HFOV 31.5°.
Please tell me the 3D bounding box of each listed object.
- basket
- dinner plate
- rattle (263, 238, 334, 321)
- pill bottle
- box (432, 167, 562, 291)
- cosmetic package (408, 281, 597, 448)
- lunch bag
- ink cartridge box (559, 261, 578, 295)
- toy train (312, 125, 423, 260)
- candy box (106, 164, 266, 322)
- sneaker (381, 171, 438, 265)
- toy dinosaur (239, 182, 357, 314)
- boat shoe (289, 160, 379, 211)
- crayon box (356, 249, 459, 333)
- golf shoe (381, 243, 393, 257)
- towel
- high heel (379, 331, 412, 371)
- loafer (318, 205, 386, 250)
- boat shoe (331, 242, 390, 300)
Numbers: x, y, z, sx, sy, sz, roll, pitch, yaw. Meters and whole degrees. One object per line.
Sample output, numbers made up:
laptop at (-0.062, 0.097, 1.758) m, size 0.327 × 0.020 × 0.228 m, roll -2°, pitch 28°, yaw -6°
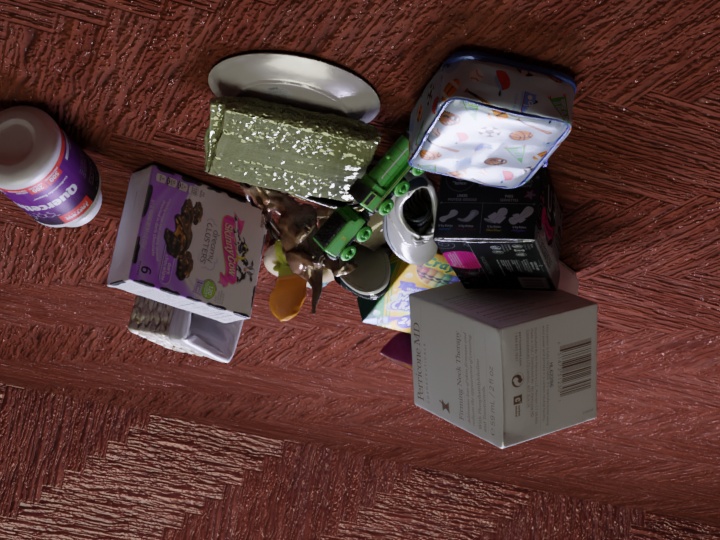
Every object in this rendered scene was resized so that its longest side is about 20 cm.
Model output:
basket at (-0.256, 0.027, 1.950) m, size 0.123 × 0.200 × 0.136 m, roll 3°, pitch 162°, yaw 32°
dinner plate at (-0.077, -0.194, 1.462) m, size 0.200 × 0.024 × 0.200 m, roll 7°, pitch 161°, yaw 3°
rattle at (-0.089, 0.038, 2.013) m, size 0.130 × 0.143 × 0.200 m, roll -8°, pitch 158°, yaw -10°
pill bottle at (-0.412, -0.127, 1.674) m, size 0.112 × 0.113 × 0.200 m, roll 4°, pitch 162°, yaw 14°
box at (0.180, -0.058, 1.616) m, size 0.132 × 0.115 × 0.200 m, roll 1°, pitch 162°, yaw 17°
cosmetic package at (0.189, 0.113, 1.696) m, size 0.166 × 0.168 × 0.200 m, roll -13°, pitch -162°, yaw -30°
lunch bag at (0.142, -0.158, 1.385) m, size 0.160 × 0.076 × 0.200 m, roll 9°, pitch 160°, yaw -10°
ink cartridge box at (0.216, 0.065, 1.928) m, size 0.200 × 0.147 × 0.086 m, roll -5°, pitch 157°, yaw 34°
toy train at (0.020, -0.095, 1.495) m, size 0.042 × 0.200 × 0.056 m, roll 45°, pitch -171°, yaw 37°
candy box at (-0.237, -0.034, 1.792) m, size 0.200 × 0.168 × 0.071 m, roll 20°, pitch 161°, yaw -34°
sneaker at (0.065, -0.061, 1.597) m, size 0.073 × 0.071 × 0.200 m, roll -26°, pitch 143°, yaw -4°
toy dinosaur at (-0.084, -0.041, 1.738) m, size 0.086 × 0.200 × 0.135 m, roll -16°, pitch -175°, yaw -43°
boat shoe at (-0.014, -0.106, 1.613) m, size 0.201 × 0.060 × 0.072 m, roll 15°, pitch 131°, yaw -20°
crayon box at (0.099, 0.008, 1.804) m, size 0.126 × 0.052 × 0.200 m, roll 14°, pitch 132°, yaw -28°
golf shoe at (0.061, -0.002, 1.948) m, size 0.088 × 0.077 × 0.200 m, roll 32°, pitch 173°, yaw 18°
towel at (-0.083, -0.143, 1.491) m, size 0.199 × 0.037 × 0.148 m, roll 11°, pitch 149°, yaw -6°
high heel at (0.100, 0.163, 1.863) m, size 0.096 × 0.200 × 0.067 m, roll -29°, pitch 144°, yaw 5°
loafer at (0.021, -0.064, 1.743) m, size 0.200 × 0.068 × 0.076 m, roll -10°, pitch 155°, yaw 44°
boat shoe at (-0.002, 0.001, 1.794) m, size 0.199 × 0.074 × 0.066 m, roll 42°, pitch 157°, yaw 55°
